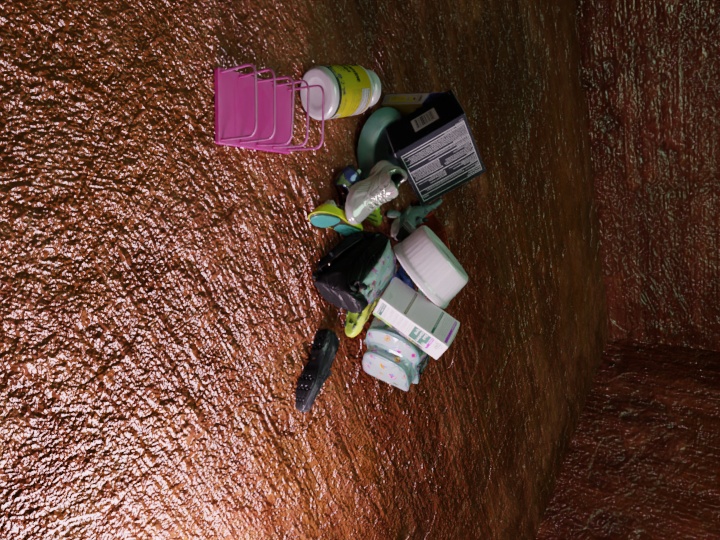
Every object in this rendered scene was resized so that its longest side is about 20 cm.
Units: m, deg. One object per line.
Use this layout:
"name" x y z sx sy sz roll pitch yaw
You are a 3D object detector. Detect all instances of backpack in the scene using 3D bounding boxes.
"backpack" 0.000 0.000 1.339 0.201 0.164 0.129 -49 141 -26
"backpack" 0.091 0.202 1.443 0.154 0.172 0.204 -51 154 -38

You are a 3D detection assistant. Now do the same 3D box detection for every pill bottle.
"pill bottle" -0.040 -0.420 1.287 0.198 0.110 0.116 -27 114 -48

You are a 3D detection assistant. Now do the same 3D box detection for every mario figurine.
"mario figurine" 0.137 0.056 1.463 0.122 0.105 0.204 -34 113 -21

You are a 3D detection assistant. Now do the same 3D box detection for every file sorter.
"file sorter" -0.177 -0.321 1.108 0.197 0.123 0.144 -6 99 -52

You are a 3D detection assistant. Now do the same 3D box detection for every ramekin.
"ramekin" 0.180 -0.015 1.374 0.097 0.203 0.199 -41 140 14

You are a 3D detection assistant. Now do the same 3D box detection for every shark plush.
"shark plush" 0.159 -0.139 1.564 0.196 0.082 0.094 -22 115 -29

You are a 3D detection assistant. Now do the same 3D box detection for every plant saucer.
"plant saucer" 0.074 -0.325 1.465 0.197 0.035 0.207 -23 123 -39

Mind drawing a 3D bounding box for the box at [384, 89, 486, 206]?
"box" 0.193 -0.311 1.420 0.200 0.196 0.125 53 16 -44

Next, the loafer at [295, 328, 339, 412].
"loafer" -0.097 0.242 1.315 0.070 0.067 0.206 38 60 -37

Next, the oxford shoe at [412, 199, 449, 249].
"oxford shoe" 0.218 -0.116 1.632 0.072 0.069 0.205 33 36 -67

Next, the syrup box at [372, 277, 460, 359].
"syrup box" 0.135 0.117 1.339 0.082 0.197 0.079 -51 173 -32

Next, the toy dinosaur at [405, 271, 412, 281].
"toy dinosaur" 0.136 -0.020 1.609 0.182 0.194 0.108 -68 139 -78

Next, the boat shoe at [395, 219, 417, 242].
"boat shoe" 0.158 -0.071 1.507 0.057 0.069 0.199 -46 140 7

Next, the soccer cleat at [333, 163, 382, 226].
"soccer cleat" -0.007 -0.179 1.410 0.083 0.065 0.202 -41 133 -8

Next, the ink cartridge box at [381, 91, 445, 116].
"ink cartridge box" 0.181 -0.403 1.505 0.197 0.197 0.048 42 72 -45

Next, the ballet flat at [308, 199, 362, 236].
"ballet flat" -0.063 -0.132 1.337 0.198 0.065 0.069 17 59 -54

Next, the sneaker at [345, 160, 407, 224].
"sneaker" 0.041 -0.189 1.331 0.202 0.098 0.079 -53 134 -20

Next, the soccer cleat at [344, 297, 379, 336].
"soccer cleat" 0.019 0.085 1.440 0.083 0.063 0.205 41 61 -41
